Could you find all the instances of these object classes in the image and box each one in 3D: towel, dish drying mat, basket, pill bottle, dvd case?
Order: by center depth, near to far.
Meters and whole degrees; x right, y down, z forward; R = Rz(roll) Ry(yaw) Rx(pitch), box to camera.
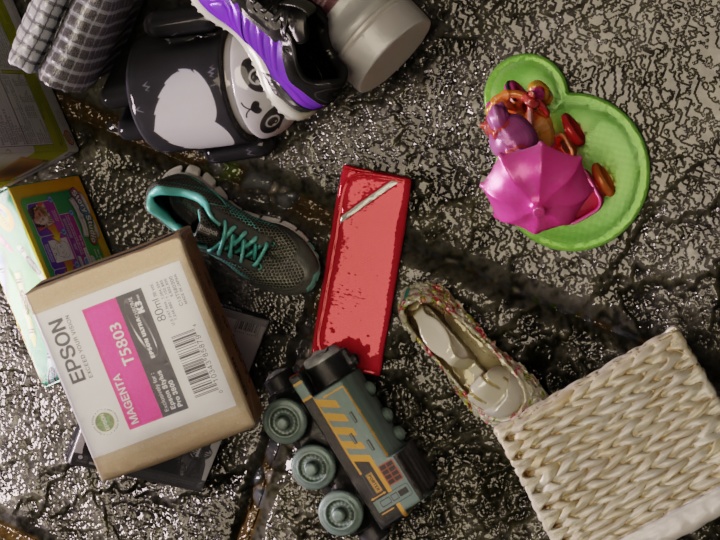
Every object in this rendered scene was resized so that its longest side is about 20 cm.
[{"bbox_3d":[0.238,0.166,1.438,0.200,0.198,0.161,-31,81,6],"label":"basket"},{"bbox_3d":[-0.035,-0.272,1.540,0.200,0.114,0.114,46,108,9],"label":"pill bottle"},{"bbox_3d":[-0.253,-0.265,1.575,0.085,0.200,0.166,27,106,0],"label":"towel"},{"bbox_3d":[0.000,0.000,1.608,0.077,0.018,0.201,12,100,16],"label":"dish drying mat"},{"bbox_3d":[-0.195,0.119,1.638,0.150,0.025,0.201,17,103,-25],"label":"dvd case"}]

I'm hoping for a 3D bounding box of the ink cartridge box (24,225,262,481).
[{"bbox_3d":[-0.205,0.079,1.548,0.164,0.075,0.201,-21,97,4],"label":"ink cartridge box"}]

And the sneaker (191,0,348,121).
[{"bbox_3d":[-0.078,-0.234,1.464,0.200,0.070,0.099,51,149,-15],"label":"sneaker"}]

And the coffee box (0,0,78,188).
[{"bbox_3d":[-0.449,-0.168,1.648,0.199,0.198,0.201,-25,88,20],"label":"coffee box"}]

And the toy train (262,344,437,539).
[{"bbox_3d":[-0.012,0.171,1.598,0.114,0.085,0.200,-32,88,14],"label":"toy train"}]

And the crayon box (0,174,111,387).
[{"bbox_3d":[-0.307,0.007,1.658,0.058,0.119,0.201,-24,88,28],"label":"crayon box"}]

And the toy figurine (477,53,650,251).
[{"bbox_3d":[0.160,-0.107,1.454,0.150,0.184,0.201,-31,85,19],"label":"toy figurine"}]

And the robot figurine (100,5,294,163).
[{"bbox_3d":[-0.151,-0.180,1.583,0.199,0.150,0.125,-6,81,20],"label":"robot figurine"}]

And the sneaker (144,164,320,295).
[{"bbox_3d":[-0.134,-0.033,1.612,0.200,0.091,0.078,30,105,14],"label":"sneaker"}]

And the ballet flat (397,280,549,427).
[{"bbox_3d":[0.105,0.093,1.559,0.200,0.064,0.076,44,107,9],"label":"ballet flat"}]
